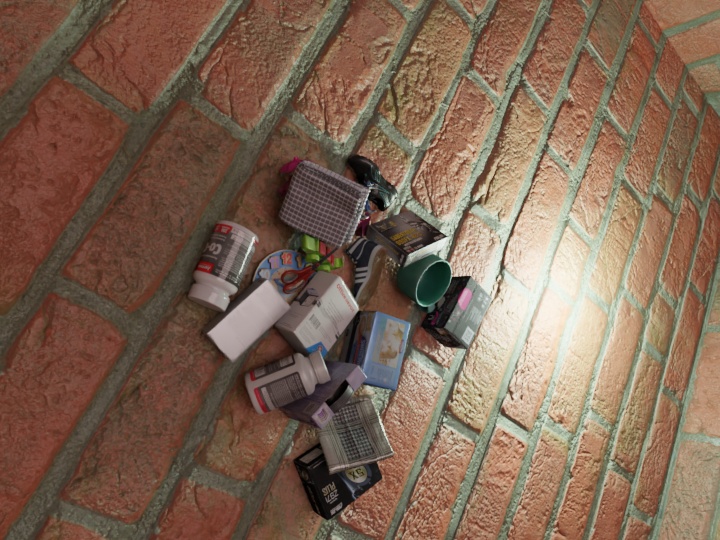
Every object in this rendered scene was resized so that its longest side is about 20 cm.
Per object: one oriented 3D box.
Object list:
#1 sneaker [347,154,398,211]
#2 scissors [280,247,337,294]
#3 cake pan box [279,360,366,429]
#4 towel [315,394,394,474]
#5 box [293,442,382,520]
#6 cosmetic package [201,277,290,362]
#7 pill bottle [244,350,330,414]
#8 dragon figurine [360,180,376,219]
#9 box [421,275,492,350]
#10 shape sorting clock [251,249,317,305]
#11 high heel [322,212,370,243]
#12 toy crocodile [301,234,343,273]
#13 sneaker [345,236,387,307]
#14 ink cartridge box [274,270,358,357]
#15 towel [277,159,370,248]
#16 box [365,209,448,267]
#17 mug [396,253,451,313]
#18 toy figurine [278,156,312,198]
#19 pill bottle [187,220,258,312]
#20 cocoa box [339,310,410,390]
[{"bbox_3d":[0.031,-0.259,1.666,0.200,0.075,0.079,42,68,-25],"label":"sneaker"},{"bbox_3d":[-0.122,-0.005,1.491,0.199,0.014,0.073,-29,131,-12],"label":"scissors"},{"bbox_3d":[-0.100,0.315,1.472,0.184,0.200,0.052,-47,111,-29],"label":"cake pan box"},{"bbox_3d":[-0.024,0.431,1.528,0.191,0.035,0.201,-8,50,-20],"label":"towel"},{"bbox_3d":[-0.059,0.547,1.554,0.199,0.086,0.165,-25,102,-32],"label":"box"},{"bbox_3d":[-0.285,0.121,1.417,0.200,0.071,0.102,-43,111,-18],"label":"cosmetic package"},{"bbox_3d":[-0.182,0.276,1.430,0.199,0.111,0.111,-21,100,-6],"label":"pill bottle"},{"bbox_3d":[-0.021,-0.183,1.576,0.200,0.059,0.100,-35,91,-42],"label":"dragon figurine"},{"bbox_3d":[0.309,0.134,1.809,0.132,0.114,0.201,42,67,-26],"label":"box"},{"bbox_3d":[-0.197,0.044,1.517,0.199,0.039,0.202,2,86,-34],"label":"shape sorting clock"},{"bbox_3d":[-0.044,-0.133,1.607,0.199,0.067,0.097,-16,106,-39],"label":"high heel"},{"bbox_3d":[-0.106,-0.044,1.532,0.200,0.061,0.068,48,38,-60],"label":"toy crocodile"},{"bbox_3d":[0.000,0.000,1.640,0.070,0.108,0.201,-11,127,-52],"label":"sneaker"},{"bbox_3d":[-0.112,0.124,1.520,0.200,0.086,0.147,-53,135,-25],"label":"ink cartridge box"},{"bbox_3d":[-0.095,-0.165,1.437,0.199,0.086,0.166,26,114,4],"label":"towel"},{"bbox_3d":[0.138,-0.098,1.669,0.199,0.158,0.049,-23,143,-42],"label":"box"},{"bbox_3d":[0.179,0.031,1.719,0.151,0.114,0.186,9,109,-45],"label":"mug"},{"bbox_3d":[-0.147,-0.213,1.536,0.184,0.150,0.200,39,92,-11],"label":"toy figurine"},{"bbox_3d":[-0.337,-0.010,1.381,0.114,0.114,0.201,30,71,-29],"label":"pill bottle"},{"bbox_3d":[0.037,0.225,1.609,0.133,0.131,0.201,21,76,-31],"label":"cocoa box"}]
